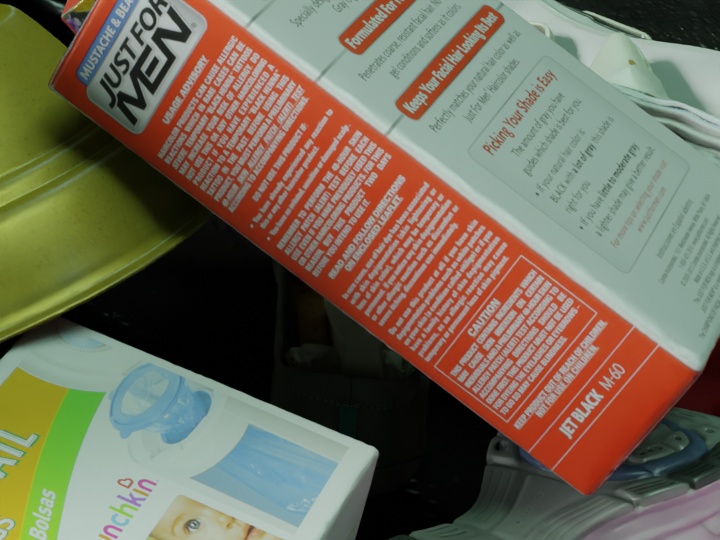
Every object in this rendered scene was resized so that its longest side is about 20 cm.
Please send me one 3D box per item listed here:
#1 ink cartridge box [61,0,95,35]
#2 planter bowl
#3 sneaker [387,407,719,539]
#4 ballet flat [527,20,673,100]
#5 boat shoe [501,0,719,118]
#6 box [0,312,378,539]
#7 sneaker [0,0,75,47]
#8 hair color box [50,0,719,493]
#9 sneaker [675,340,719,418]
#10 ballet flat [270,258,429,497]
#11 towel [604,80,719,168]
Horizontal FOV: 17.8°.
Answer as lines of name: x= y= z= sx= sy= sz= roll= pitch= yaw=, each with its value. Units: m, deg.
ink cartridge box: x=-0.054 y=-0.081 z=0.849 sx=0.109 sy=0.050 sz=0.200 roll=47 pitch=21 yaw=-21
planter bowl: x=-0.146 y=-0.034 z=0.730 sx=0.200 sy=0.084 sz=0.200 roll=-18 pitch=16 yaw=5
sneaker: x=0.059 y=0.102 z=0.707 sx=0.074 sy=0.087 sz=0.200 roll=16 pitch=32 yaw=37
ballet flat: x=0.073 y=-0.069 z=0.942 sx=0.199 sy=0.069 sz=0.071 roll=19 pitch=65 yaw=24
boat shoe: x=0.092 y=-0.079 z=0.999 sx=0.199 sy=0.071 sz=0.064 roll=22 pitch=1 yaw=23
box: x=-0.087 y=0.117 z=0.610 sx=0.112 sy=0.102 sz=0.200 roll=21 pitch=34 yaw=9
sneaker: x=-0.173 y=-0.098 z=0.898 sx=0.199 sy=0.083 sz=0.072 roll=11 pitch=34 yaw=-6
hair color box: x=0.020 y=-0.036 z=0.700 sx=0.200 sy=0.064 sz=0.111 roll=38 pitch=34 yaw=1
sneaker: x=0.117 y=0.018 z=0.818 sx=0.200 sy=0.116 sz=0.078 roll=37 pitch=40 yaw=29
ballet flat: x=0.000 y=0.000 z=0.840 sx=0.067 sy=0.064 sz=0.200 roll=1 pitch=36 yaw=-1
towel: x=0.080 y=-0.034 z=0.844 sx=0.146 sy=0.200 sz=0.024 roll=23 pitch=79 yaw=11
